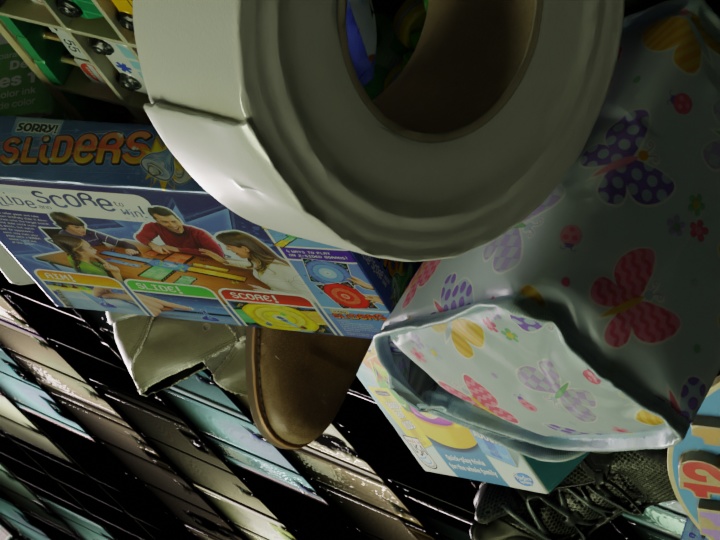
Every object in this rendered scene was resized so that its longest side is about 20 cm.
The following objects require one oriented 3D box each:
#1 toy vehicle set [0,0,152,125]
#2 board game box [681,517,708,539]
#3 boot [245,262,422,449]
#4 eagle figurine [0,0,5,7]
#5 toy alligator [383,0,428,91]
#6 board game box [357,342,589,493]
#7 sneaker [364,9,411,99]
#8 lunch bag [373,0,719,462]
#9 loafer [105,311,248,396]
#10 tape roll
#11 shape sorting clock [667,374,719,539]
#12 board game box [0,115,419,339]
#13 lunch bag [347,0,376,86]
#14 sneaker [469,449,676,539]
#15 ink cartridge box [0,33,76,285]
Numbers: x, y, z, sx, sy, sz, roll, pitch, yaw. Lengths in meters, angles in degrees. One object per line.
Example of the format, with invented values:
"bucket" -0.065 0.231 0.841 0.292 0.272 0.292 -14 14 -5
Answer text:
"toy vehicle set" -0.103 -0.099 1.103 0.124 0.027 0.200 15 159 30
"board game box" 0.252 0.159 1.404 0.135 0.035 0.200 19 158 9
"boot" 0.000 0.000 1.278 0.075 0.201 0.073 13 170 46
"eagle figurine" -0.116 -0.203 0.939 0.152 0.150 0.201 102 147 -66
"toy alligator" 0.046 -0.071 1.181 0.059 0.054 0.201 58 153 37
"board game box" 0.037 0.042 1.509 0.200 0.047 0.151 54 158 -18
"sneaker" -0.052 -0.127 1.247 0.199 0.074 0.084 24 163 37
"lunch bag" 0.102 -0.011 1.093 0.127 0.170 0.200 38 160 -16
"loafer" -0.054 0.036 1.415 0.199 0.070 0.075 -8 176 29
"tape roll" 0.010 -0.106 0.961 0.071 0.203 0.203 16 154 49
"shape sorting clock" 0.252 0.112 1.235 0.199 0.039 0.200 16 142 13
"board game box" -0.082 -0.020 1.155 0.199 0.035 0.135 6 153 24
"lunch bag" -0.080 -0.174 1.096 0.200 0.124 0.170 38 167 27
"sneaker" 0.142 0.142 1.522 0.076 0.114 0.199 45 155 -26
"ink cartridge box" -0.166 -0.117 1.278 0.084 0.201 0.145 -9 147 13
